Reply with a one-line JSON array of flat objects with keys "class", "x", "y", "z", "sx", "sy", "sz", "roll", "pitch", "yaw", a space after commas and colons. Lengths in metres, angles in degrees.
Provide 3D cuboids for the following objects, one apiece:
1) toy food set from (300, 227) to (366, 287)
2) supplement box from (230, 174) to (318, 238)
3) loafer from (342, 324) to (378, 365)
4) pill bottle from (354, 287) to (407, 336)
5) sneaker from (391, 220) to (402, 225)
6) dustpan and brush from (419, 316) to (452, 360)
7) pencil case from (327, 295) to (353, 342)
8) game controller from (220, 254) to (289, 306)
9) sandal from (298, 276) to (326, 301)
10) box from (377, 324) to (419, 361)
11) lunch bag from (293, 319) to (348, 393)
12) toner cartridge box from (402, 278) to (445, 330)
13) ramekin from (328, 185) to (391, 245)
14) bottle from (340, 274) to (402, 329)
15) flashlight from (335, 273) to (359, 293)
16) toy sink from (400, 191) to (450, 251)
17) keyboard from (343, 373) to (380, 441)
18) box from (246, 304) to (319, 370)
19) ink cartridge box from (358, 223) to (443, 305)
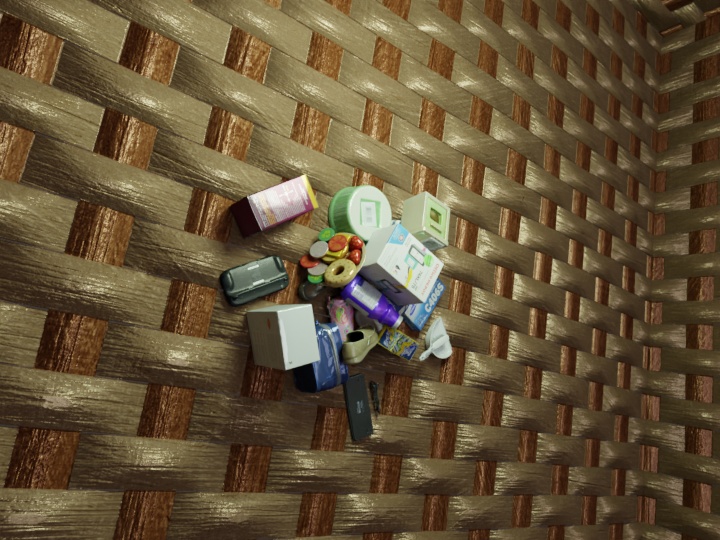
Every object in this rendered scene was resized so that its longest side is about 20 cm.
[{"class": "toy food set", "x": -0.079, "y": -0.037, "z": 1.529, "sx": 0.202, "sy": 0.196, "sz": 0.049, "roll": -63, "pitch": 148, "yaw": -26}, {"class": "supplement box", "x": -0.241, "y": -0.179, "z": 1.452, "sx": 0.199, "sy": 0.130, "sz": 0.104, "roll": -29, "pitch": 101, "yaw": -35}, {"class": "loafer", "x": 0.000, "y": 0.201, "z": 1.503, "sx": 0.200, "sy": 0.075, "sz": 0.068, "roll": -53, "pitch": 134, "yaw": -65}, {"class": "pill bottle", "x": 0.082, "y": 0.110, "z": 1.671, "sx": 0.200, "sy": 0.115, "sz": 0.117, "roll": -42, "pitch": 110, "yaw": -32}, {"class": "sneaker", "x": 0.125, "y": -0.070, "z": 1.736, "sx": 0.075, "sy": 0.088, "sz": 0.203, "roll": -21, "pitch": 99, "yaw": -37}, {"class": "dustpan and brush", "x": 0.259, "y": 0.264, "z": 1.820, "sx": 0.199, "sy": 0.057, "sz": 0.141, "roll": -27, "pitch": 102, "yaw": -35}, {"class": "pencil case", "x": -0.056, "y": 0.177, "z": 1.584, "sx": 0.087, "sy": 0.087, "sz": 0.203, "roll": -3, "pitch": 87, "yaw": -36}, {"class": "game controller", "x": -0.294, "y": 0.026, "z": 1.457, "sx": 0.198, "sy": 0.042, "sz": 0.105, "roll": -21, "pitch": 84, "yaw": -36}, {"class": "sandal", "x": -0.113, "y": 0.012, "z": 1.573, "sx": 0.200, "sy": 0.054, "sz": 0.082, "roll": -48, "pitch": 113, "yaw": -29}, {"class": "box", "x": 0.121, "y": 0.232, "z": 1.656, "sx": 0.071, "sy": 0.064, "sz": 0.200, "roll": -59, "pitch": 151, "yaw": -4}, {"class": "lunch bag", "x": -0.118, "y": 0.242, "z": 1.500, "sx": 0.131, "sy": 0.135, "sz": 0.203, "roll": -11, "pitch": 91, "yaw": -36}, {"class": "toner cartridge box", "x": 0.217, "y": 0.104, "z": 1.814, "sx": 0.095, "sy": 0.043, "sz": 0.201, "roll": 46, "pitch": 62, "yaw": -22}, {"class": "ramekin", "x": 0.005, "y": -0.174, "z": 1.649, "sx": 0.198, "sy": 0.097, "sz": 0.203, "roll": 3, "pitch": 84, "yaw": -36}, {"class": "bottle", "x": 0.037, "y": 0.099, "z": 1.548, "sx": 0.199, "sy": 0.065, "sz": 0.084, "roll": 37, "pitch": 55, "yaw": -5}, {"class": "flashlight", "x": 0.000, "y": 0.000, "z": 1.655, "sx": 0.068, "sy": 0.068, "sz": 0.200, "roll": 45, "pitch": 54, "yaw": 6}, {"class": "toy sink", "x": 0.211, "y": -0.131, "z": 1.690, "sx": 0.130, "sy": 0.111, "sz": 0.203, "roll": 28, "pitch": 61, "yaw": -34}, {"class": "keyboard", "x": 0.012, "y": 0.428, "z": 1.651, "sx": 0.126, "sy": 0.021, "sz": 0.203, "roll": -10, "pitch": 93, "yaw": -31}, {"class": "box", "x": -0.212, "y": 0.175, "z": 1.397, "sx": 0.105, "sy": 0.199, "sz": 0.155, "roll": -9, "pitch": 92, "yaw": -36}, {"class": "ink cartridge box", "x": 0.115, "y": -0.013, "z": 1.556, "sx": 0.199, "sy": 0.146, "sz": 0.148, "roll": 39, "pitch": 67, "yaw": -20}]
